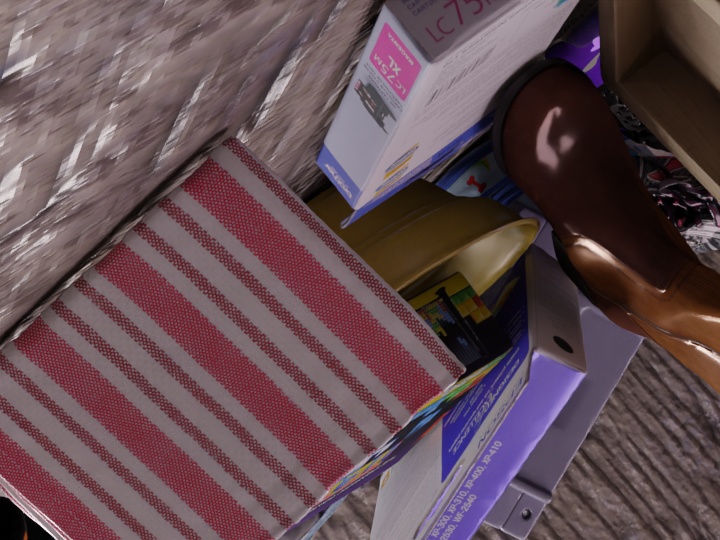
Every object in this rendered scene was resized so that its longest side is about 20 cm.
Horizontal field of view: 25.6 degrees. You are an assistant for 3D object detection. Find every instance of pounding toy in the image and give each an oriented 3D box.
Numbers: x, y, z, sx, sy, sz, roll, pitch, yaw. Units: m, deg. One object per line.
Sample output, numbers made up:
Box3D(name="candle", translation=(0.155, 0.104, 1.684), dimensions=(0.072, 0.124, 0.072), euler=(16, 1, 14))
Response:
Box3D(name="pounding toy", translation=(0.217, -0.120, 0.710), dimensions=(0.142, 0.184, 0.200), euler=(-34, 153, -9))

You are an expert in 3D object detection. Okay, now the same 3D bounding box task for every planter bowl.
Box3D(name="planter bowl", translation=(0.000, 0.000, 0.916), dimensions=(0.200, 0.084, 0.200), euler=(-34, 168, -8))

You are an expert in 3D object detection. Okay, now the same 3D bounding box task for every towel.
Box3D(name="towel", translation=(-0.073, 0.053, 0.700), dimensions=(0.200, 0.146, 0.030), euler=(-41, -169, 17))

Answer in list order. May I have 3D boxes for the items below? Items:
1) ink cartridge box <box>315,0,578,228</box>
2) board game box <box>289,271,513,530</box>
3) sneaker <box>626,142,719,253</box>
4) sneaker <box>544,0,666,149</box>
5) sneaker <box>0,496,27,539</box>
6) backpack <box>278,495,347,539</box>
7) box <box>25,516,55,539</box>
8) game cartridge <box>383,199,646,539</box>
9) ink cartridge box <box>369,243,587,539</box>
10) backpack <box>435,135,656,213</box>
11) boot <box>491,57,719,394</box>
Box3D(name="ink cartridge box", translation=(0.043, -0.096, 0.751), dimensions=(0.119, 0.042, 0.200), euler=(-37, 170, -21))
Box3D(name="board game box", translation=(-0.033, 0.097, 0.860), dimensions=(0.200, 0.057, 0.165), euler=(-28, 164, -33))
Box3D(name="sneaker", translation=(0.191, -0.043, 0.998), dimensions=(0.075, 0.081, 0.200), euler=(2, -169, 37))
Box3D(name="sneaker", translation=(0.164, -0.120, 0.950), dimensions=(0.070, 0.100, 0.200), euler=(-43, 173, 11))
Box3D(name="sneaker", translation=(-0.261, 0.184, 0.867), dimensions=(0.200, 0.078, 0.112), euler=(-47, 176, -47))
Box3D(name="backpack", translation=(-0.075, 0.108, 1.023), dimensions=(0.200, 0.163, 0.154), euler=(-45, -178, -5))
Box3D(name="box", translation=(-0.269, 0.282, 1.156), dimensions=(0.200, 0.124, 0.148), euler=(-42, 172, 23))
Box3D(name="game cartridge", translation=(0.103, 0.067, 1.049), dimensions=(0.200, 0.129, 0.038), euler=(-61, -160, 8))
Box3D(name="ink cartridge box", translation=(0.063, 0.105, 0.915), dimensions=(0.198, 0.043, 0.200), euler=(-59, -175, 22))
Box3D(name="backpack", translation=(0.130, -0.025, 1.164), dimensions=(0.183, 0.147, 0.200), euler=(-25, 165, -37))
Box3D(name="boot", translation=(0.156, 0.001, 0.795), dimensions=(0.068, 0.200, 0.188), euler=(-32, 136, -12))
